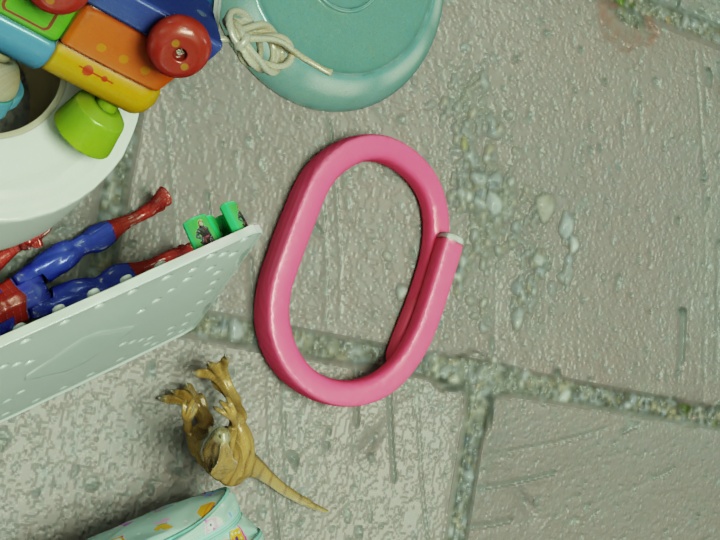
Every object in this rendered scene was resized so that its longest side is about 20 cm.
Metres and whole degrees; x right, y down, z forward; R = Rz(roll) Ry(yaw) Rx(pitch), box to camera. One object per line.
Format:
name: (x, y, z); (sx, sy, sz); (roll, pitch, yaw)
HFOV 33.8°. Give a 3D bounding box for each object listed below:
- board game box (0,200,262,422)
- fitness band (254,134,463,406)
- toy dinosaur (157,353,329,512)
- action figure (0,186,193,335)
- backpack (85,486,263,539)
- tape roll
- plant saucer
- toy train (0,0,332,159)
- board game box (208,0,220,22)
board game box: (-0.169, 0.038, 0.692); (0.198, 0.200, 0.026); (-26, 81, -26)
fitness band: (0.000, 0.000, 0.874); (0.142, 0.037, 0.203); (25, 78, -28)
toy dinosaur: (-0.089, 0.122, 0.803); (0.060, 0.200, 0.108); (-27, 73, 5)
action figure: (-0.201, 0.010, 0.752); (0.198, 0.052, 0.066); (-29, 97, -23)
backpack: (-0.140, 0.223, 0.738); (0.198, 0.166, 0.129); (-21, 97, -33)
tape roll: (-0.231, -0.115, 0.689); (0.200, 0.070, 0.206); (10, 71, -31)
plant saucer: (-0.016, -0.219, 0.864); (0.197, 0.027, 0.204); (-1, 92, -30)
toy train: (-0.123, -0.108, 0.652); (0.198, 0.085, 0.116); (25, 119, -33)
board game box: (-0.172, -0.219, 0.686); (0.197, 0.034, 0.129); (16, 65, -30)
